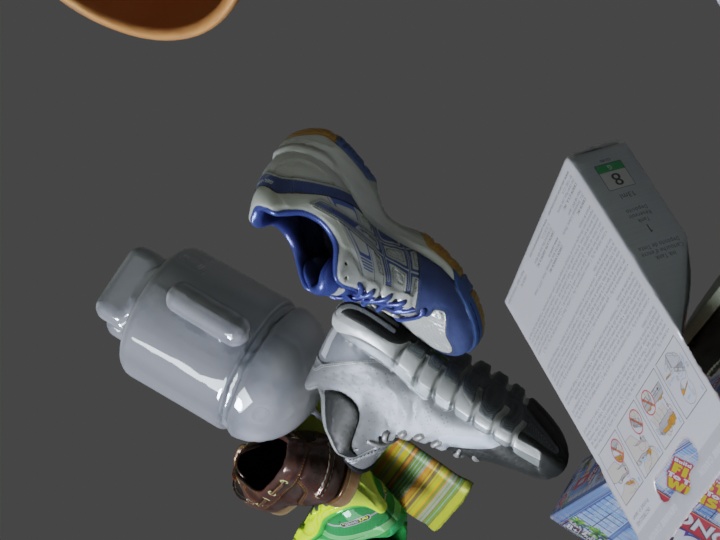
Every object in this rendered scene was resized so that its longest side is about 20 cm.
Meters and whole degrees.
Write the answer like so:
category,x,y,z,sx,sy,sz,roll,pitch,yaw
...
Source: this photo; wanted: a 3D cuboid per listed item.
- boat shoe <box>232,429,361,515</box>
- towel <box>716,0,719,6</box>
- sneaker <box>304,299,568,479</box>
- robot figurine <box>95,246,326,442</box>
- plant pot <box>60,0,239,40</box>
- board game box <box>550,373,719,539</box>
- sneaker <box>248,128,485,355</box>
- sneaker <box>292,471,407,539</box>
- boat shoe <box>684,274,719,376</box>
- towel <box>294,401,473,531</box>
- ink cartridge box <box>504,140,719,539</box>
category,x,y,z,sx,sy,sz,roll,pitch,yaw
boat shoe,-0.069,0.160,1.345,0.070,0.071,0.200,15,163,-22
towel,0.265,-0.133,0.721,0.166,0.086,0.200,44,146,-11
sneaker,0.047,0.114,1.192,0.199,0.075,0.116,35,112,9
robot figurine,-0.107,0.058,1.274,0.199,0.113,0.170,29,168,13
plant pot,-0.109,-0.247,0.884,0.199,0.140,0.201,24,145,18
board game box,0.251,0.159,1.108,0.199,0.062,0.200,32,147,9
sneaker,0.000,0.000,1.128,0.200,0.088,0.075,45,144,-14
sneaker,-0.007,0.228,1.402,0.083,0.074,0.200,38,158,7
boat shoe,0.237,0.007,0.928,0.060,0.072,0.202,35,144,10
towel,0.000,0.138,1.361,0.200,0.018,0.086,36,143,3
ink cartridge box,0.166,0.048,0.980,0.201,0.050,0.161,60,155,26
